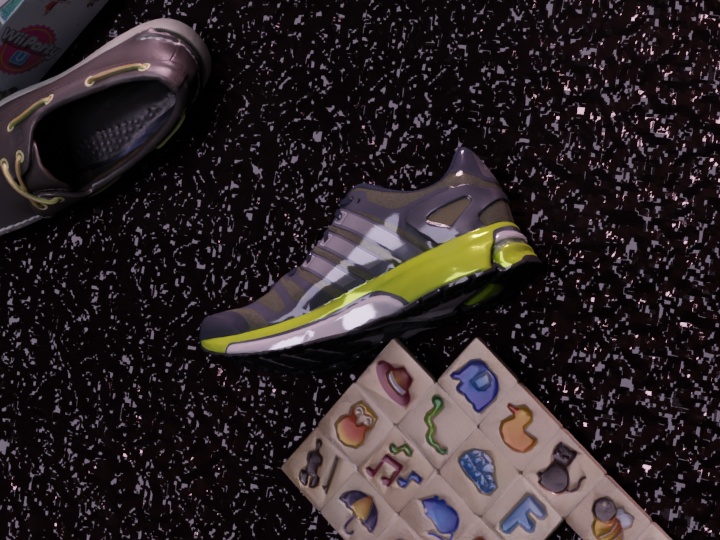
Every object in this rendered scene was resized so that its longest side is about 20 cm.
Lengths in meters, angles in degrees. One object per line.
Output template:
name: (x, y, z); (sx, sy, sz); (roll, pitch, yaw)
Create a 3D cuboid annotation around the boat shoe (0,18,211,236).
boat shoe: (-0.175, -0.074, 1.256); (0.201, 0.061, 0.072); (-33, 111, 23)

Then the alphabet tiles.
alphabet tiles: (0.053, 0.141, 1.133); (0.200, 0.008, 0.167); (47, 109, 17)

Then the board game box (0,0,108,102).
board game box: (-0.239, -0.173, 1.306); (0.200, 0.064, 0.148); (-46, 59, 18)

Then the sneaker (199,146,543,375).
sneaker: (0.000, 0.000, 1.163); (0.199, 0.074, 0.081); (-21, 69, 20)
